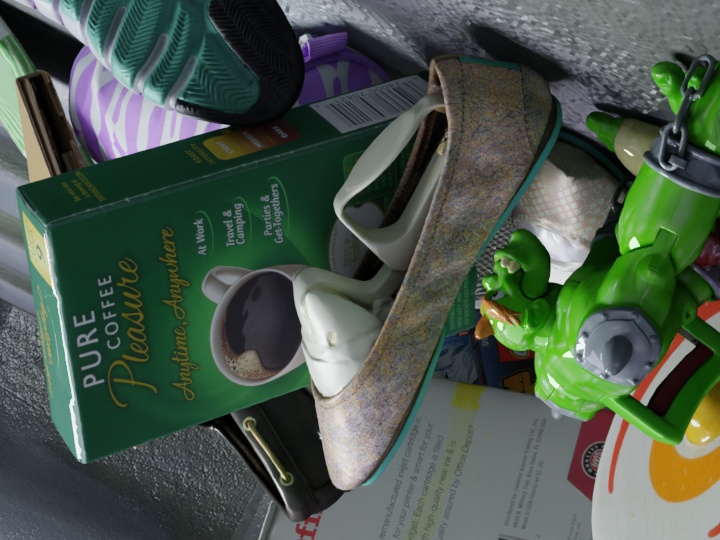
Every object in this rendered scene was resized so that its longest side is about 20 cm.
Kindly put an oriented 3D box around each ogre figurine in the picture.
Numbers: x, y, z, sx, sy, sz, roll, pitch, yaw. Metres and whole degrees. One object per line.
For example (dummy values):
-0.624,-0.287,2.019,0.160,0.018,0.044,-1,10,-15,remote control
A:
0.109,-0.005,0.757,0.098,0.120,0.200,29,169,-16,ogre figurine

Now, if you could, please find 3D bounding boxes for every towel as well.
-0.185,-0.064,1.209,0.201,0.023,0.153,59,167,0,towel

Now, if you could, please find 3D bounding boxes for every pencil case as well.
-0.066,-0.077,0.954,0.199,0.084,0.086,11,123,50,pencil case

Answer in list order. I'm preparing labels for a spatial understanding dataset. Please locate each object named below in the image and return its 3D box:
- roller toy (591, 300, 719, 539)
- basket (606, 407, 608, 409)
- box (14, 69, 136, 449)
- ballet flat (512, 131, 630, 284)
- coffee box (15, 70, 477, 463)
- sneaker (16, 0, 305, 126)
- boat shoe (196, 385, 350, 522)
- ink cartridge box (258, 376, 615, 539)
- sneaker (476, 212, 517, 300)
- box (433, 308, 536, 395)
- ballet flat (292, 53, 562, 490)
0.187,0.085,0.810,0.139,0.201,0.182,30,175,-18,roller toy
0.184,0.146,1.270,0.199,0.124,0.136,26,177,1,basket
-0.148,0.001,1.078,0.200,0.021,0.164,111,137,-72,box
0.112,0.000,0.937,0.067,0.063,0.200,20,168,29,ballet flat
-0.044,-0.005,0.854,0.044,0.199,0.124,44,146,49,coffee box
-0.100,-0.126,0.871,0.199,0.075,0.087,33,-173,15,sneaker
-0.075,0.057,1.061,0.201,0.060,0.072,39,154,33,boat shoe
0.057,0.144,1.100,0.199,0.146,0.084,11,151,16,ink cartridge box
0.000,0.000,0.960,0.199,0.079,0.085,-10,-166,-21,sneaker
0.063,0.125,1.193,0.136,0.202,0.040,-6,-179,19,box
0.011,-0.003,0.823,0.067,0.201,0.068,19,-165,-23,ballet flat
